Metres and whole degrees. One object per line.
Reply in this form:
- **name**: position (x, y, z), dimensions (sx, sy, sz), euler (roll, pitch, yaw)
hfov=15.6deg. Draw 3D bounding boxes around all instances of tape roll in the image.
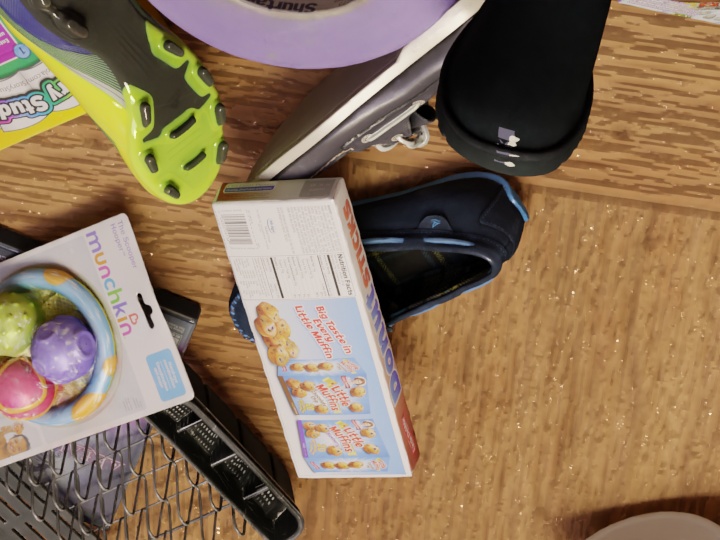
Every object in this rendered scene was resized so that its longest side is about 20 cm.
- **tape roll**: position (-0.030, -0.207, 1.326), dimensions (0.199, 0.085, 0.200), euler (7, 130, 8)

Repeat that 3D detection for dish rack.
- **dish rack**: position (-0.152, 0.138, 1.630), dimensions (0.200, 0.055, 0.153), euler (-25, 129, 19)

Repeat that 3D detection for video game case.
- **video game case**: position (-0.194, 0.069, 1.633), dimensions (0.143, 0.019, 0.200), euler (22, 129, -4)

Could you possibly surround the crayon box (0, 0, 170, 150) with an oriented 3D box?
- **crayon box**: position (-0.234, -0.145, 1.441), dimensions (0.200, 0.058, 0.173), euler (-20, 123, 25)

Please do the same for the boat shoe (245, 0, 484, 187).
- **boat shoe**: position (0.018, -0.087, 1.421), dimensions (0.063, 0.073, 0.200), euler (42, 121, -17)

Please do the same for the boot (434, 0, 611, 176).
- **boot**: position (0.096, -0.165, 1.259), dimensions (0.076, 0.200, 0.168), euler (16, 133, 7)

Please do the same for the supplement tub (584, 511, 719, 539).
- **supplement tub**: position (0.201, 0.261, 1.612), dimensions (0.144, 0.145, 0.200), euler (-10, 125, 20)

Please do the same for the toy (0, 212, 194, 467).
- **toy**: position (-0.205, 0.054, 1.550), dimensions (0.200, 0.047, 0.115), euler (-20, 92, 32)

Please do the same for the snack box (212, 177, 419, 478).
- **snack box**: position (-0.023, 0.036, 1.471), dimensions (0.072, 0.024, 0.200), euler (-2, 127, 18)

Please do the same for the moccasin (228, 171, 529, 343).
- **moccasin**: position (0.000, 0.000, 1.495), dimensions (0.200, 0.068, 0.080), euler (-26, 120, 33)

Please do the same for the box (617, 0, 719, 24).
- **box**: position (0.216, -0.162, 1.247), dimensions (0.137, 0.200, 0.039), euler (-24, 78, 29)

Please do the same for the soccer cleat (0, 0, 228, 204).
- **soccer cleat**: position (-0.135, -0.114, 1.382), dimensions (0.084, 0.065, 0.200), euler (27, 159, 45)
